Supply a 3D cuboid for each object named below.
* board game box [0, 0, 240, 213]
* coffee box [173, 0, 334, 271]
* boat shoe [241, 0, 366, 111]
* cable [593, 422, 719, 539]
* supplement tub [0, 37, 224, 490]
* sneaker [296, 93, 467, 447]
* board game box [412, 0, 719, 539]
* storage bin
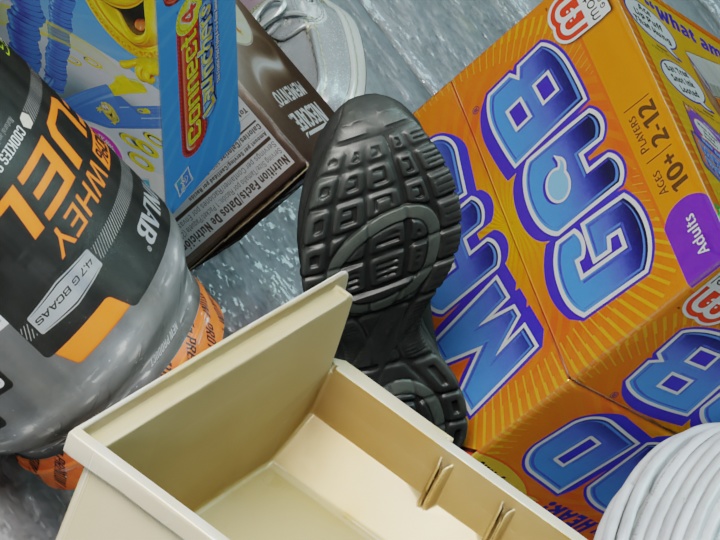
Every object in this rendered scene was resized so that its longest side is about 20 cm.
[{"bbox_3d":[-0.144,-0.138,1.066,0.200,0.196,0.056,24,53,19],"label":"board game box"},{"bbox_3d":[-0.103,-0.106,1.293,0.200,0.080,0.114,50,14,-1],"label":"coffee box"},{"bbox_3d":[-0.056,-0.132,1.450,0.065,0.074,0.202,21,33,-38],"label":"boat shoe"},{"bbox_3d":[0.180,0.171,1.315,0.200,0.069,0.200,47,57,-37],"label":"cable"},{"bbox_3d":[-0.149,-0.017,1.041,0.200,0.122,0.123,46,23,-26],"label":"supplement tub"},{"bbox_3d":[0.000,0.000,1.276,0.076,0.200,0.091,-12,39,-13],"label":"sneaker"},{"bbox_3d":[0.135,0.011,1.413,0.200,0.200,0.200,27,33,-42],"label":"board game box"},{"bbox_3d":[0.015,0.114,1.016,0.200,0.094,0.198,35,33,17],"label":"storage bin"}]
